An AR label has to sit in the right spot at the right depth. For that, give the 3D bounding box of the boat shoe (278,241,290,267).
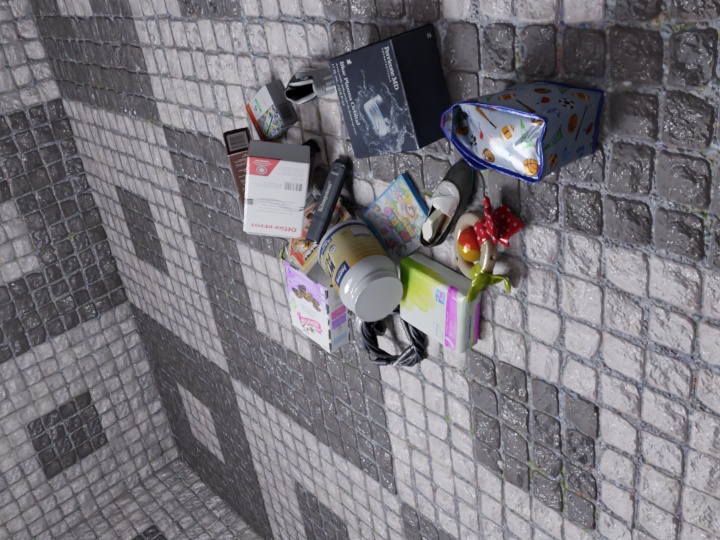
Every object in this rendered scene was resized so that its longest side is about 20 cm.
[{"bbox_3d":[-0.184,-0.034,1.828,0.202,0.058,0.074,87,173,-81],"label":"boat shoe"}]

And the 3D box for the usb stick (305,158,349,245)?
[{"bbox_3d":[-0.076,-0.157,1.590,0.055,0.032,0.205,19,88,51],"label":"usb stick"}]

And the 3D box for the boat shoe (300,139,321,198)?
[{"bbox_3d":[-0.165,-0.235,1.709,0.075,0.092,0.202,47,144,20],"label":"boat shoe"}]

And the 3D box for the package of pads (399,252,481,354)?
[{"bbox_3d":[0.170,0.071,1.488,0.198,0.067,0.158,31,135,40],"label":"package of pads"}]

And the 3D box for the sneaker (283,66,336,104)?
[{"bbox_3d":[-0.137,-0.405,1.528,0.197,0.114,0.077,3,117,53],"label":"sneaker"}]

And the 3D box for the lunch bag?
[{"bbox_3d":[0.247,-0.226,1.076,0.198,0.168,0.127,28,130,39],"label":"lunch bag"}]

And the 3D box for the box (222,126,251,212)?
[{"bbox_3d":[-0.291,-0.250,1.766,0.203,0.073,0.102,84,169,-47],"label":"box"}]

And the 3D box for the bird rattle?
[{"bbox_3d":[0.222,-0.046,1.309,0.163,0.110,0.206,40,141,56],"label":"bird rattle"}]

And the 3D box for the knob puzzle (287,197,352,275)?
[{"bbox_3d":[-0.117,-0.106,1.670,0.030,0.224,0.217,36,162,-34],"label":"knob puzzle"}]

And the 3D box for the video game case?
[{"bbox_3d":[0.085,-0.107,1.522,0.145,0.018,0.200,59,147,5],"label":"video game case"}]

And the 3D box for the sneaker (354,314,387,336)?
[{"bbox_3d":[0.030,0.075,1.693,0.098,0.078,0.204,17,134,37],"label":"sneaker"}]

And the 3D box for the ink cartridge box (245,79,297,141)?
[{"bbox_3d":[-0.240,-0.385,1.744,0.198,0.050,0.111,-21,95,56],"label":"ink cartridge box"}]

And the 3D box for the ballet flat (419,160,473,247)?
[{"bbox_3d":[0.164,-0.118,1.344,0.068,0.068,0.203,39,136,23],"label":"ballet flat"}]

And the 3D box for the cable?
[{"bbox_3d":[0.078,0.158,1.645,0.158,0.051,0.205,12,128,17],"label":"cable"}]

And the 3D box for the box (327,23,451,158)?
[{"bbox_3d":[0.059,-0.334,1.308,0.197,0.116,0.202,4,116,51],"label":"box"}]

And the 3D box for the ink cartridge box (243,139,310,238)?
[{"bbox_3d":[-0.196,-0.188,1.605,0.084,0.142,0.204,-96,14,-52],"label":"ink cartridge box"}]

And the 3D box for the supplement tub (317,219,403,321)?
[{"bbox_3d":[0.000,0.000,1.536,0.201,0.141,0.147,-124,29,-42],"label":"supplement tub"}]

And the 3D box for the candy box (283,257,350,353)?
[{"bbox_3d":[-0.107,0.077,1.718,0.166,0.071,0.205,30,136,39],"label":"candy box"}]
